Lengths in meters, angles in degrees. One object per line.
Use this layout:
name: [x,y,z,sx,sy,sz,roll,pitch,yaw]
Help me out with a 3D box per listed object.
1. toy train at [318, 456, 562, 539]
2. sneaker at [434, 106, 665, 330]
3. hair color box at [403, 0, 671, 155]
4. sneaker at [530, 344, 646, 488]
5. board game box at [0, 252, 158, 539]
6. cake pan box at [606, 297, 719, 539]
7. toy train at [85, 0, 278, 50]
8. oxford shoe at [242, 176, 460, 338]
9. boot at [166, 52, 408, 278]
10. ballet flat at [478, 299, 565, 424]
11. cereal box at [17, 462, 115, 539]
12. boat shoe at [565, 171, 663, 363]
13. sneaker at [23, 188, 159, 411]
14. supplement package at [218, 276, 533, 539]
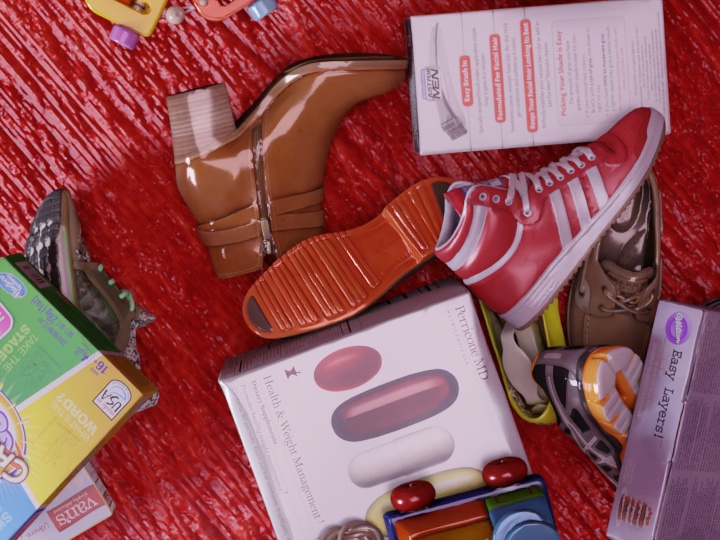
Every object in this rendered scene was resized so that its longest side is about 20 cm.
toy train: [0.046,0.203,1.408,0.200,0.116,0.085,-14,97,-2]
sneaker: [0.139,-0.065,1.501,0.112,0.071,0.200,37,85,-10]
hair color box: [0.139,-0.154,1.563,0.200,0.064,0.111,-5,95,-4]
sneaker: [0.197,0.120,1.554,0.078,0.077,0.200,-57,139,-28]
board game box: [-0.277,0.110,1.508,0.153,0.040,0.200,43,100,5]
cake pan box: [0.284,0.122,1.542,0.184,0.052,0.200,7,96,-47]
toy train: [-0.162,-0.259,1.549,0.150,0.056,0.200,-38,98,-1]
oxford shoe: [0.000,0.000,1.555,0.200,0.073,0.071,-27,78,-7]
boot: [-0.045,-0.085,1.555,0.200,0.077,0.155,-16,99,-9]
ballet flat: [0.123,0.029,1.566,0.067,0.067,0.200,-13,96,29]
cereal box: [-0.306,0.143,1.573,0.144,0.040,0.200,-29,95,0]
boat shoe: [0.205,0.009,1.575,0.071,0.065,0.200,2,94,-3]
sneaker: [-0.210,0.032,1.569,0.089,0.077,0.200,-12,92,-34]
supplement package: [0.017,0.130,1.533,0.200,0.147,0.191,-20,95,-1]
